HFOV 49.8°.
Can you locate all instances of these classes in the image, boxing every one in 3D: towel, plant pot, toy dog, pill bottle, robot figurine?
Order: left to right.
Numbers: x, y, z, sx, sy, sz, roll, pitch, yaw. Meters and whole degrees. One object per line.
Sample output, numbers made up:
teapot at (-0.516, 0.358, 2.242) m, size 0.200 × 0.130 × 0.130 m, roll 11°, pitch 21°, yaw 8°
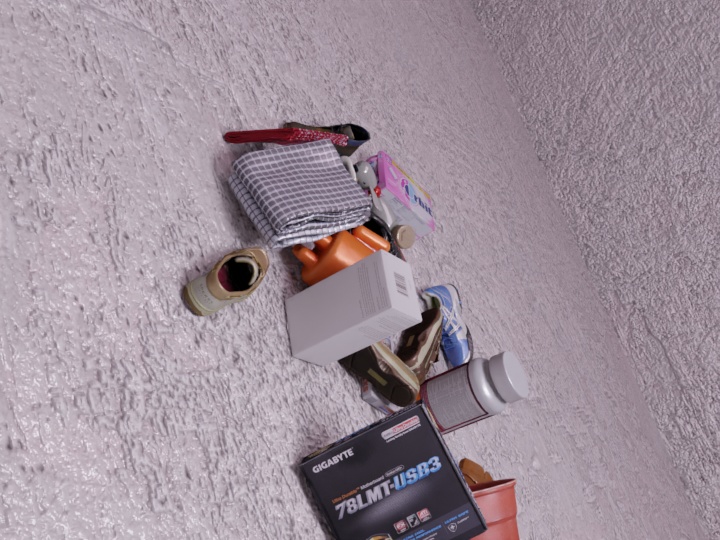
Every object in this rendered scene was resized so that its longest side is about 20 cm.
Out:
towel at (-0.128, -0.233, 1.375) m, size 0.200 × 0.144 × 0.023 m, roll -11°, pitch 102°, yaw -62°
towel at (-0.094, -0.130, 1.268) m, size 0.200 × 0.086 × 0.166 m, roll -17°, pitch 55°, yaw -34°
robot figurine at (-0.022, 0.006, 1.332) m, size 0.200 × 0.117 × 0.144 m, roll 36°, pitch 50°, yaw -18°
toy dog at (0.019, -0.109, 1.559) m, size 0.096 × 0.132 × 0.200 m, roll -42°, pitch 96°, yaw -31°
plant pot at (0.165, 0.439, 1.192) m, size 0.201 × 0.200 × 0.196 m, roll 10°, pitch 64°, yaw -57°
pill bottle at (0.202, 0.227, 1.442) m, size 0.110 × 0.200 × 0.110 m, roll 42°, pitch 33°, yaw -35°

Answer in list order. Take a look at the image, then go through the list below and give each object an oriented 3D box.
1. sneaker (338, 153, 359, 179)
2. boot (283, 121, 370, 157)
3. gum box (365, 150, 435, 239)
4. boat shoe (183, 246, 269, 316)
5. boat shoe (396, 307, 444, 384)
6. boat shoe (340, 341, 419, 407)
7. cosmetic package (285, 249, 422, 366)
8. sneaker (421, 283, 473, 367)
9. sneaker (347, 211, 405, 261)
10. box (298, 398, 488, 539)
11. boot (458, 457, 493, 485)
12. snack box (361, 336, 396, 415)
sneaker at (-0.044, -0.168, 1.459) m, size 0.080 × 0.129 × 0.199 m, roll 63°, pitch 27°, yaw -1°
boot at (-0.065, -0.276, 1.559) m, size 0.200 × 0.097 × 0.075 m, roll 12°, pitch 55°, yaw -57°
gum box at (0.081, -0.168, 1.749) m, size 0.200 × 0.066 × 0.114 m, roll 37°, pitch 37°, yaw -39°
boat shoe at (-0.176, 0.008, 1.132) m, size 0.074 × 0.066 × 0.200 m, roll 58°, pitch 27°, yaw -8°
boat shoe at (0.123, 0.152, 1.528) m, size 0.075 × 0.075 × 0.202 m, roll 61°, pitch 36°, yaw -18°
boat shoe at (0.022, 0.146, 1.328) m, size 0.200 × 0.072 × 0.076 m, roll 47°, pitch 28°, yaw -5°
cosmetic package at (-0.015, 0.062, 1.215) m, size 0.085 × 0.200 × 0.108 m, roll 26°, pitch 46°, yaw -47°
sneaker at (0.183, 0.124, 1.668) m, size 0.077 × 0.076 × 0.200 m, roll 2°, pitch 61°, yaw -35°
sneaker at (0.031, -0.050, 1.475) m, size 0.200 × 0.071 × 0.098 m, roll 50°, pitch -5°, yaw -34°
box at (0.046, 0.313, 1.091) m, size 0.199 × 0.200 × 0.050 m, roll 63°, pitch 5°, yaw 0°
boot at (0.239, 0.456, 1.438) m, size 0.200 × 0.074 × 0.155 m, roll 55°, pitch 23°, yaw -19°
snack box at (0.032, 0.158, 1.402) m, size 0.072 × 0.024 × 0.200 m, roll 38°, pitch 35°, yaw -35°
